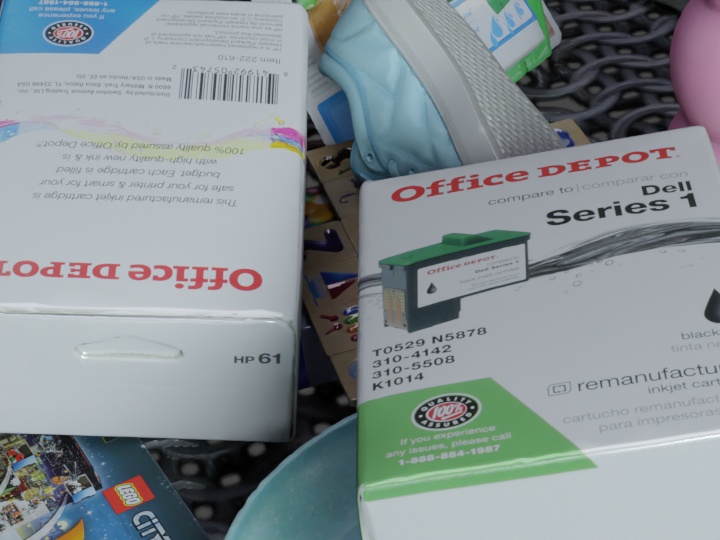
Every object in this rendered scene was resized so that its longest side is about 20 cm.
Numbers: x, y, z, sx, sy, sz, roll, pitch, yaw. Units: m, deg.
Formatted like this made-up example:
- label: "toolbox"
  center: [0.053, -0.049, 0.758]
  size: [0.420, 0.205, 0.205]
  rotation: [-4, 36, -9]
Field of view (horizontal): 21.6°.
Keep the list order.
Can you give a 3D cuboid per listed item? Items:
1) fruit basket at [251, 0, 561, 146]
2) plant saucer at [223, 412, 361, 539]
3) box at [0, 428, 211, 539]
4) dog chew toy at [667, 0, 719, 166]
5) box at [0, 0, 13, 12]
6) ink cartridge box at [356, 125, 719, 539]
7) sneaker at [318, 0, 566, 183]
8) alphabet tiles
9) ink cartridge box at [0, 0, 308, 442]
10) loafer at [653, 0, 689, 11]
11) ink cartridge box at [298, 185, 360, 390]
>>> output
- label: "fruit basket"
  center: [0.015, -0.171, 1.007]
  size: [0.185, 0.201, 0.093]
  rotation: [-37, 21, -35]
- label: "plant saucer"
  center: [0.046, 0.110, 0.689]
  size: [0.198, 0.036, 0.200]
  rotation: [-9, 31, 6]
- label: "box"
  center: [-0.135, 0.125, 0.766]
  size: [0.136, 0.038, 0.200]
  rotation: [-23, 36, -17]
- label: "dog chew toy"
  center: [0.192, -0.083, 0.835]
  size: [0.123, 0.201, 0.125]
  rotation: [-6, 34, 4]
- label: "box"
  center: [-0.166, -0.123, 0.999]
  size: [0.050, 0.199, 0.200]
  rotation: [40, 52, 10]
- label: "ink cartridge box"
  center: [0.073, 0.037, 0.680]
  size: [0.145, 0.085, 0.200]
  rotation: [-9, 32, 5]
- label: "sneaker"
  center: [0.040, -0.055, 0.891]
  size: [0.074, 0.082, 0.201]
  rotation: [17, 34, -41]
- label: "alphabet tiles"
  center: [0.046, -0.018, 0.887]
  size: [0.166, 0.008, 0.200]
  rotation: [-16, 36, -9]
- label: "ink cartridge box"
  center: [-0.096, -0.026, 0.834]
  size: [0.143, 0.085, 0.201]
  rotation: [2, 46, -2]
- label: "loafer"
  center: [0.208, -0.186, 1.094]
  size: [0.075, 0.070, 0.199]
  rotation: [-35, 41, -31]
- label: "ink cartridge box"
  center: [0.000, 0.000, 0.912]
  size: [0.199, 0.042, 0.120]
  rotation: [-17, 34, -6]
